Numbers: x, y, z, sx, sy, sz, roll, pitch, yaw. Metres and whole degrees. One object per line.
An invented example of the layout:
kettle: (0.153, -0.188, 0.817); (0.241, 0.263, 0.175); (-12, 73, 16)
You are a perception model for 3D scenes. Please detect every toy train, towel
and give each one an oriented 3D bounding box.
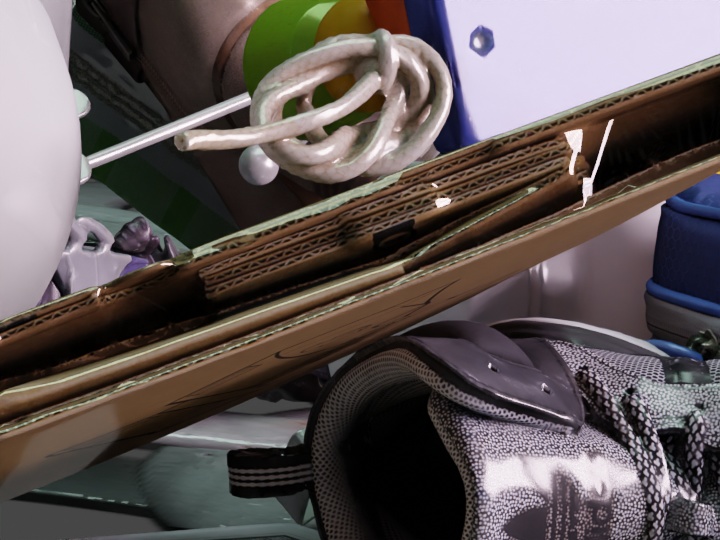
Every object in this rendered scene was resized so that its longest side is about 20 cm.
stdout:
toy train: (0.008, -0.053, 0.729); (0.200, 0.085, 0.116); (-16, 7, -34)
towel: (-0.047, -0.068, 1.165); (0.149, 0.031, 0.200); (38, -32, -2)

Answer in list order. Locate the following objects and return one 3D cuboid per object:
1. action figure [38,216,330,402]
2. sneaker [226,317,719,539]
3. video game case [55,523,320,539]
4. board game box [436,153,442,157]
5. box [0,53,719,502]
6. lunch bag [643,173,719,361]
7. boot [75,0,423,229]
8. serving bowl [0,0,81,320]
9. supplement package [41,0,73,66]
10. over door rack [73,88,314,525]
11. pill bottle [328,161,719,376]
action figure: (-0.057, 0.014, 0.998); (0.130, 0.069, 0.200); (-2, -5, 45)
sneaker: (0.069, 0.049, 0.596); (0.200, 0.076, 0.114); (3, 4, 36)
video game case: (-0.029, 0.085, 0.599); (0.200, 0.023, 0.182); (0, 8, -43)
board game box: (0.040, -0.068, 1.196); (0.062, 0.200, 0.200); (4, 6, -18)
box: (-0.019, 0.010, 0.596); (0.163, 0.021, 0.200); (-21, -5, -19)
lunch bag: (0.157, 0.032, 0.716); (0.200, 0.132, 0.136); (3, 7, -25)
boot: (-0.042, -0.056, 1.096); (0.146, 0.070, 0.200); (42, -21, 10)
serving bowl: (-0.144, 0.015, 0.645); (0.200, 0.066, 0.200); (-26, -17, -9)
supplement package: (-0.184, -0.077, 1.096); (0.152, 0.200, 0.151); (4, 7, -8)
over door rack: (0.000, 0.000, 0.910); (0.200, 0.067, 0.148); (-17, 57, -46)
pill bottle: (0.094, 0.020, 0.819); (0.200, 0.104, 0.104); (9, 4, -31)
